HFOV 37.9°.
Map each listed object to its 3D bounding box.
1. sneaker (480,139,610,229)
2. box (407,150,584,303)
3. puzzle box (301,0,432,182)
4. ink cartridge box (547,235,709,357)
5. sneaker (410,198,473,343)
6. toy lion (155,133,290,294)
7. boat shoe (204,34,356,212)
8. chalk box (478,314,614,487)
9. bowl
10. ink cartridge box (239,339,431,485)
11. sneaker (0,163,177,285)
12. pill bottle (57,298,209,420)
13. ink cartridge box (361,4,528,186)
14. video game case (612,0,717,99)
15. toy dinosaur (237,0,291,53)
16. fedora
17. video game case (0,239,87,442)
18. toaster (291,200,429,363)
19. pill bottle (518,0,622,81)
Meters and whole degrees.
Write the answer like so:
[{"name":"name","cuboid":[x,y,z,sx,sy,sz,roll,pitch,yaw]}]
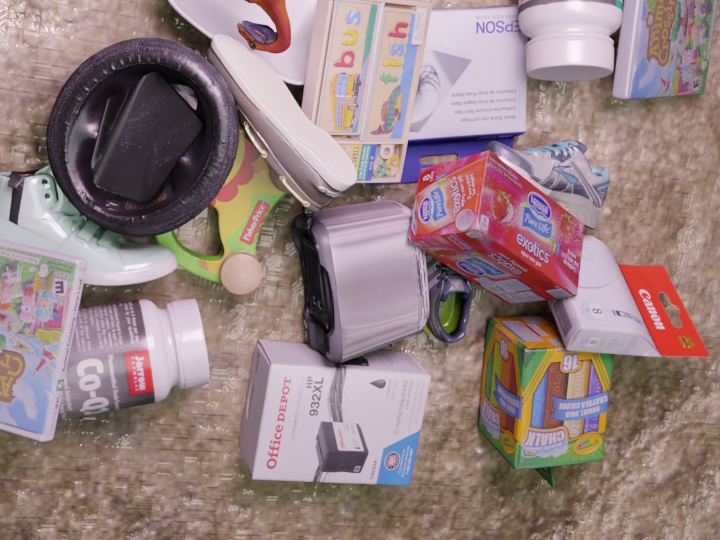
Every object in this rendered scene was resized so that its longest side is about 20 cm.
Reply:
[{"name":"sneaker","cuboid":[0.220,-0.122,1.242,0.199,0.077,0.087,22,95,-38]},{"name":"box","cuboid":[0.157,-0.043,1.182,0.199,0.099,0.096,29,63,-40]},{"name":"puzzle box","cuboid":[0.001,-0.191,1.112,0.132,0.025,0.201,-4,114,-34]},{"name":"ink cartridge box","cuboid":[0.321,0.029,1.275,0.198,0.161,0.047,4,134,-18]},{"name":"sneaker","cuboid":[0.104,-0.006,1.238,0.073,0.081,0.201,-11,109,-14]},{"name":"toy lion","cuboid":[-0.165,-0.099,1.143,0.191,0.069,0.201,24,98,-15]},{"name":"boat shoe","cuboid":[-0.090,-0.147,1.053,0.202,0.072,0.060,49,121,-1]},{"name":"chalk box","cuboid":[0.225,0.168,1.306,0.123,0.125,0.202,-1,105,-17]},{"name":"bowl","cuboid":[-0.091,-0.317,1.089,0.199,0.075,0.200,31,95,-24]},{"name":"ink cartridge box","cuboid":[-0.032,0.171,1.247,0.199,0.084,0.146,6,104,-19]},{"name":"sneaker","cuboid":[-0.288,-0.052,1.095,0.199,0.074,0.119,6,104,-7]},{"name":"pill bottle","cuboid":[-0.269,0.094,1.133,0.199,0.114,0.115,-9,109,-14]},{"name":"ink cartridge box","cuboid":[0.096,-0.198,1.201,0.198,0.041,0.202,-7,108,-16]},{"name":"video game case","cuboid":[0.361,-0.302,1.212,0.181,0.022,0.202,-11,112,-43]},{"name":"toy dinosaur","cuboid":[-0.108,-0.277,0.980,0.104,0.200,0.183,-7,119,14]},{"name":"fedora","cuboid":[-0.213,-0.137,1.059,0.199,0.092,0.202,0,105,1]},{"name":"video game case","cuboid":[-0.378,0.059,1.057,0.199,0.022,0.183,12,91,19]},{"name":"toaster","cuboid":[0.000,0.000,1.192,0.128,0.114,0.202,-13,108,-19]},{"name":"pill bottle","cuboid":[0.229,-0.315,1.143,0.112,0.113,0.202,1,90,-17]}]
